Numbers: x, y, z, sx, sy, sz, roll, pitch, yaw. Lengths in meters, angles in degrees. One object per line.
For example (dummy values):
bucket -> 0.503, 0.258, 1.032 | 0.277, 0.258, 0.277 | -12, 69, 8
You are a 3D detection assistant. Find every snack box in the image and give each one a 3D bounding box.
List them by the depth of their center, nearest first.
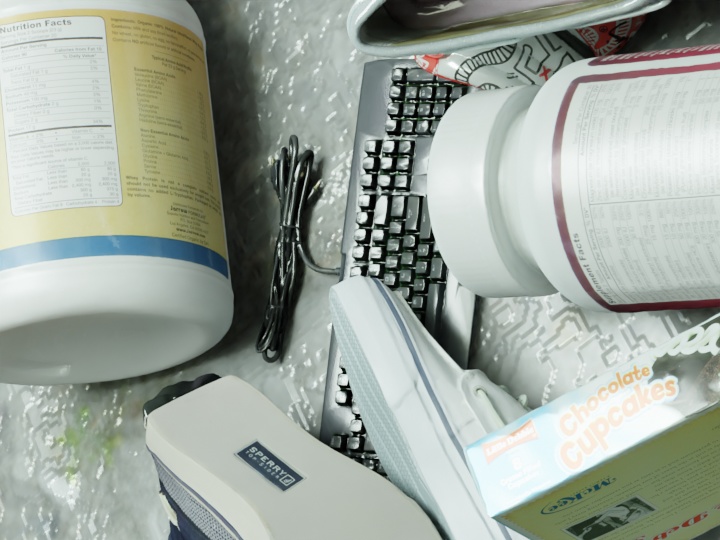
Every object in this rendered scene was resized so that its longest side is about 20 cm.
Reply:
snack box -> 0.153, 0.055, 1.141 | 0.200, 0.116, 0.037 | -29, 60, 17

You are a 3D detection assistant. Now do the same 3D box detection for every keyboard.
keyboard -> 0.000, 0.000, 1.342 | 0.127, 0.021, 0.201 | 1, 79, 36

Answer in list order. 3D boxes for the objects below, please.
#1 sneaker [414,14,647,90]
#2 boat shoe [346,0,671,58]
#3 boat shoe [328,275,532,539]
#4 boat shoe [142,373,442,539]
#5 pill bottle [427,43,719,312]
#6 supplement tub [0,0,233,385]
sneaker -> 0.033, -0.154, 1.278 | 0.201, 0.067, 0.108 | 37, 110, -1
boat shoe -> 0.090, -0.132, 1.192 | 0.201, 0.075, 0.065 | -11, 29, 23
boat shoe -> 0.053, 0.085, 1.263 | 0.067, 0.074, 0.200 | -22, 72, -13
boat shoe -> -0.024, 0.131, 1.285 | 0.200, 0.075, 0.093 | 42, 148, 42
pill bottle -> 0.135, -0.038, 1.198 | 0.199, 0.109, 0.110 | -4, 78, 35
supplement tub -> -0.141, -0.057, 1.378 | 0.144, 0.144, 0.201 | -18, 69, 31
